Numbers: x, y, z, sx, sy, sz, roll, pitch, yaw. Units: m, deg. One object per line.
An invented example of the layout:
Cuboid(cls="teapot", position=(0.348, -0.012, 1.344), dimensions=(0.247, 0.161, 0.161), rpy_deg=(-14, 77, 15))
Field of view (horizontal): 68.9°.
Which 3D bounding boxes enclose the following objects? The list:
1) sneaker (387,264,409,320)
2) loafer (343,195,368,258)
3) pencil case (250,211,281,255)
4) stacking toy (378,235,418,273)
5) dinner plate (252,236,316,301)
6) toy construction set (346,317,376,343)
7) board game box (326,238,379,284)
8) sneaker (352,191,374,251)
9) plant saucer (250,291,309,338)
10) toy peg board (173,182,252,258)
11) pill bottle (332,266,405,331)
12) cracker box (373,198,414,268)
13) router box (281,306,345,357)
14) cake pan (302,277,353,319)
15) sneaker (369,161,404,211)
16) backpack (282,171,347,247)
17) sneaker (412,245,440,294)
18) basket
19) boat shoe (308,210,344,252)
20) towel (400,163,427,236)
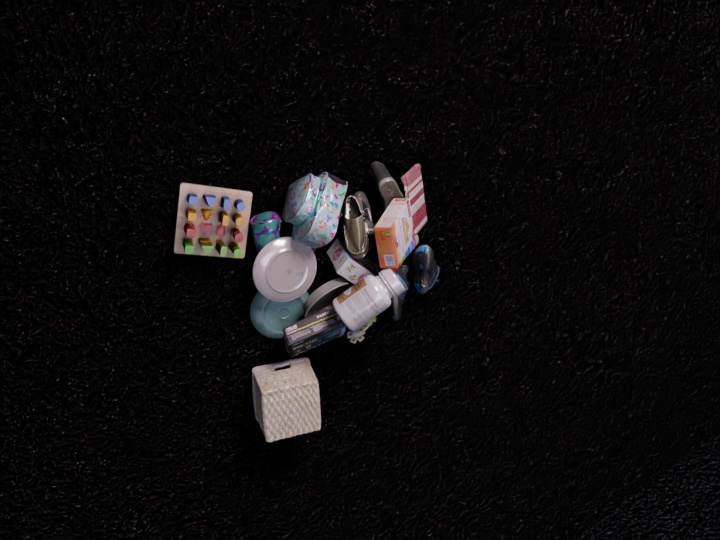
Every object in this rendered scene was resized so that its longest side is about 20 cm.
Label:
Cuboid(cls="sneaker", position=(0.131, 0.076, 1.783), dimensions=(0.082, 0.073, 0.200), rpy_deg=(-12, 112, -20))
Cuboid(cls="loafer", position=(-0.022, -0.134, 1.566), dimensions=(0.075, 0.070, 0.200), rpy_deg=(-11, 76, 8))
Cuboid(cls="pencil case", position=(-0.261, -0.069, 1.555), dimensions=(0.092, 0.085, 0.200), rpy_deg=(-7, 114, 8))
Cuboid(cls="stacking toy", position=(0.116, -0.048, 1.673), dimensions=(0.085, 0.085, 0.200), rpy_deg=(55, 45, -28))
Cuboid(cls="dinner plate", position=(-0.217, 0.001, 1.541), dimensions=(0.200, 0.024, 0.200), rpy_deg=(-11, 113, -28))
Cuboid(cls="toy construction set", position=(0.002, 0.159, 1.720), dimensions=(0.092, 0.131, 0.200), rpy_deg=(11, 147, 8))
Cuboid(cls="board game box", position=(0.000, 0.000, 1.655), dimensions=(0.200, 0.148, 0.064), rpy_deg=(32, 104, -29))
Cuboid(cls="sneaker", position=(0.014, -0.146, 1.646), dimensions=(0.066, 0.090, 0.200), rpy_deg=(-11, 111, -21))
Cuboid(cls="plant saucer", position=(-0.246, 0.129, 1.658), dimensions=(0.200, 0.036, 0.200), rpy_deg=(-7, 110, -21))
Cuboid(cls="toy peg board", position=(-0.406, -0.127, 1.466), dimensions=(0.200, 0.098, 0.199), rpy_deg=(4, 106, -25))
Cuboid(cls="pill bottle", position=(0.027, 0.079, 1.551), dimensions=(0.200, 0.114, 0.114), rpy_deg=(-36, 118, 5))
Cuboid(cls="cracker box", position=(0.104, -0.114, 1.560), dimensions=(0.058, 0.200, 0.134), rpy_deg=(2, 123, 21))
Cuboid(cls="router box", position=(-0.144, 0.193, 1.660), dimensions=(0.200, 0.062, 0.150), rpy_deg=(-23, 159, -14))
Cuboid(cls="cake pan", position=(-0.097, 0.090, 1.650), dimensions=(0.200, 0.037, 0.200), rpy_deg=(-30, 158, -13))
Cuboid(cls="sneaker", position=(0.089, -0.254, 1.658), dimensions=(0.075, 0.106, 0.200), rpy_deg=(-23, 145, 1))
Cuboid(cls="backpack", position=(-0.133, -0.170, 1.498), dimensions=(0.150, 0.177, 0.200), rpy_deg=(14, 76, -32))
Cuboid(cls="sneaker", position=(0.226, -0.014, 1.777), dimensions=(0.082, 0.073, 0.200), rpy_deg=(-27, 140, -23))
Cuboid(cls="basket", position=(-0.236, 0.412, 1.690), dimensions=(0.198, 0.161, 0.200), rpy_deg=(-8, 109, -20))
Cuboid(cls="boat shoe", position=(-0.113, -0.114, 1.611), dimensions=(0.066, 0.074, 0.199), rpy_deg=(29, 84, -23))
Cuboid(cls="towel", position=(0.175, -0.227, 1.683), dimensions=(0.144, 0.023, 0.200), rpy_deg=(-47, 132, -54))
